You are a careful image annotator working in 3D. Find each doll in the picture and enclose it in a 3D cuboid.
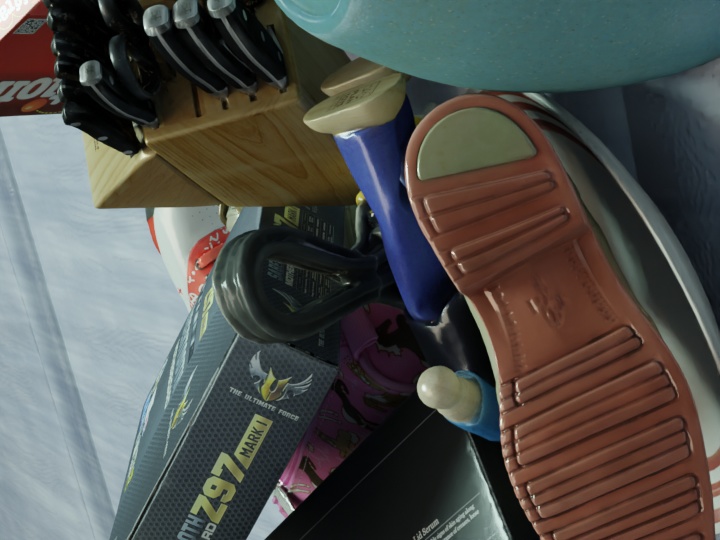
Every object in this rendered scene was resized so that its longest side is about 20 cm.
[{"bbox_3d":[0.041,0.014,0.731,0.201,0.048,0.137,62,-160,-19],"label":"doll"}]

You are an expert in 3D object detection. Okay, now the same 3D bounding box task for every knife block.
[{"bbox_3d":[-0.042,-0.085,0.762,0.175,0.199,0.065,-32,65,54],"label":"knife block"}]

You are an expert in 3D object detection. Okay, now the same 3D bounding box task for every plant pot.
[{"bbox_3d":[0.031,-0.144,0.620,0.200,0.134,0.201,48,151,39],"label":"plant pot"}]

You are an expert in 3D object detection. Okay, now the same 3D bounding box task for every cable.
[{"bbox_3d":[0.000,0.000,0.780,0.050,0.200,0.098,-5,108,38],"label":"cable"}]

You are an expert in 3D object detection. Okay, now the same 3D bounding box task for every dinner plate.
[{"bbox_3d":[0.099,0.011,0.722,0.201,0.024,0.201,59,166,23],"label":"dinner plate"}]

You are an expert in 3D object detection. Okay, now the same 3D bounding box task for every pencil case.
[{"bbox_3d":[0.009,0.070,0.918,0.082,0.087,0.200,33,146,8],"label":"pencil case"}]

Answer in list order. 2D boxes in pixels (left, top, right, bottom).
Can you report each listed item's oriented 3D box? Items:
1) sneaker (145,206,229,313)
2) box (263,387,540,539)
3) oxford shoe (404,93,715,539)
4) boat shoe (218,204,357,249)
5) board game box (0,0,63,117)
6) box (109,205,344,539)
[{"bbox_3d":[-0.064,0.027,1.081,0.108,0.067,0.203,39,147,48],"label":"sneaker"},{"bbox_3d":[0.034,0.154,0.839,0.200,0.078,0.142,-47,55,40],"label":"box"},{"bbox_3d":[0.079,0.029,0.664,0.074,0.070,0.202,-28,-82,-79],"label":"oxford shoe"},{"bbox_3d":[-0.040,-0.035,0.967,0.201,0.066,0.074,69,157,-1],"label":"boat shoe"},{"bbox_3d":[-0.101,-0.105,0.836,0.103,0.199,0.020,-33,76,36],"label":"board game box"},{"bbox_3d":[-0.062,0.056,0.856,0.158,0.051,0.200,-61,11,21],"label":"box"}]
